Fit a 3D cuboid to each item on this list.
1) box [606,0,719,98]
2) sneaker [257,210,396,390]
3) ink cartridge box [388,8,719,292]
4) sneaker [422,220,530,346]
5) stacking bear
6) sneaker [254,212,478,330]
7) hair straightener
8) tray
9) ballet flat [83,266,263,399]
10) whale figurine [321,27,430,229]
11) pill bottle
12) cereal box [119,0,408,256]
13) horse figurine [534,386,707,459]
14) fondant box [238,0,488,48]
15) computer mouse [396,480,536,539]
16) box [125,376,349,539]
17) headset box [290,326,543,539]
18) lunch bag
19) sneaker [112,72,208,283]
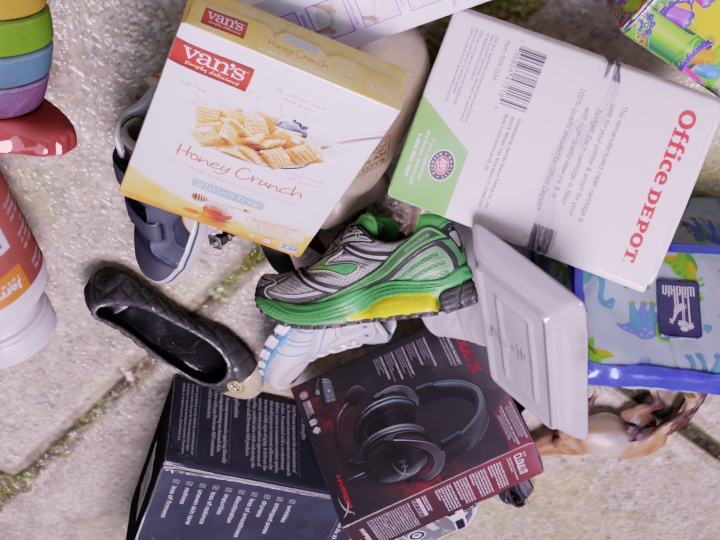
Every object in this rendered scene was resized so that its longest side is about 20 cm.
[{"bbox_3d":[0.303,-0.221,0.800,0.192,0.122,0.200,27,122,-23],"label":"box"},{"bbox_3d":[-0.019,0.048,1.012,0.087,0.075,0.200,39,125,7],"label":"sneaker"},{"bbox_3d":[0.140,-0.088,0.847,0.200,0.084,0.146,22,98,7],"label":"ink cartridge box"},{"bbox_3d":[0.082,-0.033,0.970,0.074,0.115,0.200,-15,104,-42],"label":"sneaker"},{"bbox_3d":[-0.267,-0.189,0.802,0.121,0.114,0.200,-8,121,-28],"label":"stacking bear"},{"bbox_3d":[0.000,0.000,0.913,0.200,0.078,0.085,-10,89,33],"label":"sneaker"},{"bbox_3d":[-0.088,-0.044,0.918,0.077,0.041,0.200,-47,150,-12],"label":"hair straightener"},{"bbox_3d":[0.123,0.055,0.861,0.022,0.107,0.200,-38,146,-16],"label":"tray"},{"bbox_3d":[-0.170,0.068,1.048,0.200,0.057,0.066,36,120,-28],"label":"ballet flat"},{"bbox_3d":[-0.020,-0.123,0.880,0.159,0.104,0.200,-33,149,-21],"label":"whale figurine"},{"bbox_3d":[-0.323,-0.018,0.933,0.112,0.112,0.200,-12,129,6],"label":"pill bottle"},{"bbox_3d":[-0.072,-0.090,0.771,0.144,0.040,0.200,20,148,-12],"label":"cereal box"},{"bbox_3d":[0.249,0.150,1.141,0.200,0.050,0.133,-3,142,-9],"label":"horse figurine"},{"bbox_3d":[0.016,-0.220,0.766,0.200,0.144,0.058,-18,133,11],"label":"fondant box"},{"bbox_3d":[0.082,0.247,1.218,0.200,0.044,0.110,-27,138,14],"label":"computer mouse"},{"bbox_3d":[-0.117,0.230,1.141,0.196,0.124,0.200,15,126,-13],"label":"box"},{"bbox_3d":[0.059,0.138,1.035,0.200,0.149,0.077,-24,146,2],"label":"headset box"},{"bbox_3d":[0.237,0.025,0.946,0.170,0.200,0.128,4,129,-5],"label":"lunch bag"},{"bbox_3d":[-0.159,-0.075,0.908,0.079,0.078,0.200,-9,131,-43],"label":"sneaker"}]
